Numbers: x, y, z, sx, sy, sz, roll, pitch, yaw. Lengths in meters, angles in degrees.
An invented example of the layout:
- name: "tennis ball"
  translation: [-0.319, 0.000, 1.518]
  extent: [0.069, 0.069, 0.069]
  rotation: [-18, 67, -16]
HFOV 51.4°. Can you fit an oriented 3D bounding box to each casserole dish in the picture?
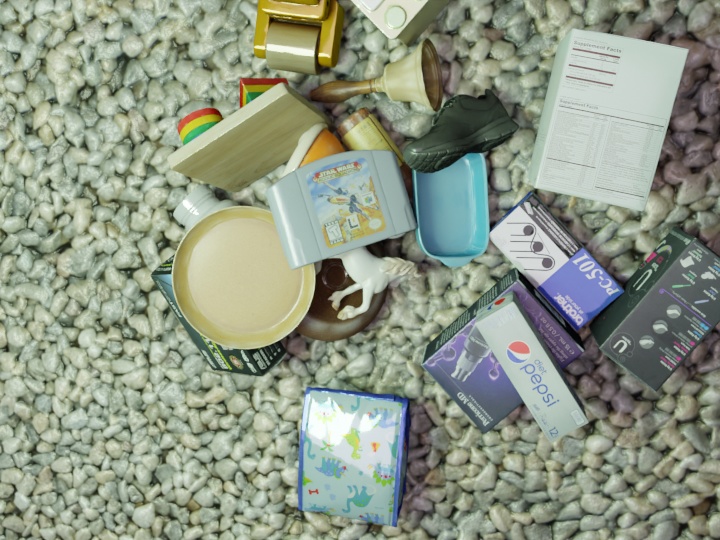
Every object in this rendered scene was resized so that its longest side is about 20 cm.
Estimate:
- name: "casserole dish"
  translation: [0.129, -0.105, 1.114]
  extent: [0.120, 0.039, 0.202]
  rotation: [-2, 87, -22]

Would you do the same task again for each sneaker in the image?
- name: "sneaker"
  translation: [0.133, -0.202, 1.073]
  extent: [0.091, 0.199, 0.076]
  rotation: [63, 148, 5]

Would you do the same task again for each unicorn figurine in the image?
- name: "unicorn figurine"
  translation: [0.000, 0.000, 1.101]
  extent: [0.137, 0.074, 0.200]
  rotation: [-40, 123, 5]

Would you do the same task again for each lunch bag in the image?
- name: "lunch bag"
  translation: [-0.008, 0.284, 1.196]
  extent: [0.168, 0.128, 0.202]
  rotation: [5, 110, 10]

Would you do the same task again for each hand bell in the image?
- name: "hand bell"
  translation: [0.014, -0.276, 1.123]
  extent: [0.198, 0.104, 0.105]
  rotation: [-4, 100, 22]

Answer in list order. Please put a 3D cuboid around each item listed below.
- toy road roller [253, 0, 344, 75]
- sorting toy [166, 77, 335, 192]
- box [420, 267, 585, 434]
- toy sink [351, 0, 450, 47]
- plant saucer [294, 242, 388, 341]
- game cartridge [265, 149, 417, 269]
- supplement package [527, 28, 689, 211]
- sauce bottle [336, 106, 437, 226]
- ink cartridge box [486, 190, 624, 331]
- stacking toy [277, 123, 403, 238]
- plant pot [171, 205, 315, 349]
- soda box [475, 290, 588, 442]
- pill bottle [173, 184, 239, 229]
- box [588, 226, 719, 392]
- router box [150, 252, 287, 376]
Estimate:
- name: "toy road roller"
  translation: [-0.095, -0.392, 1.079]
  extent: [0.122, 0.146, 0.202]
  rotation: [10, 102, 9]
- name: "sorting toy"
  translation: [-0.164, -0.210, 1.105]
  extent: [0.199, 0.199, 0.070]
  rotation: [-29, 78, 14]
- name: "box"
  translation: [0.212, 0.120, 1.138]
  extent: [0.148, 0.104, 0.200]
  rotation: [45, 104, -1]
- name: "toy sink"
  translation: [0.042, -0.396, 1.027]
  extent: [0.130, 0.200, 0.112]
  rotation: [44, 104, -1]
- name: "plant saucer"
  translation: [-0.042, 0.008, 1.148]
  extent: [0.198, 0.037, 0.203]
  rotation: [1, 88, -21]
- name: "game cartridge"
  translation: [-0.025, -0.093, 1.039]
  extent: [0.199, 0.041, 0.134]
  rotation: [-19, 98, -22]
- name: "supplement package"
  translation: [0.323, -0.202, 1.015]
  extent: [0.146, 0.191, 0.202]
  rotation: [13, 103, 7]
- name: "sauce bottle"
  translation: [0.043, -0.151, 1.139]
  extent: [0.066, 0.066, 0.201]
  rotation: [-35, 91, 14]
- name: "ink cartridge box"
  translation: [0.292, -0.016, 1.129]
  extent: [0.094, 0.044, 0.200]
  rotation: [-43, 91, 16]
- name: "stacking toy"
  translation: [-0.015, -0.113, 1.111]
  extent: [0.199, 0.146, 0.147]
  rotation: [28, 104, 1]
- name: "plant pot"
  translation: [-0.162, 0.009, 1.050]
  extent: [0.198, 0.027, 0.202]
  rotation: [0, 100, -3]
- name: "soda box"
  translation: [0.238, 0.133, 1.046]
  extent: [0.063, 0.068, 0.201]
  rotation: [-32, 94, 15]
- name: "pill bottle"
  translation: [-0.201, -0.039, 1.184]
  extent: [0.200, 0.104, 0.104]
  rotation: [46, 104, 0]
- name: "box"
  translation: [0.437, 0.052, 1.075]
  extent: [0.106, 0.122, 0.201]
  rotation: [37, 104, 1]
- name: "router box"
  translation: [-0.222, 0.067, 1.164]
  extent: [0.149, 0.062, 0.201]
  rotation: [-2, 123, 48]
